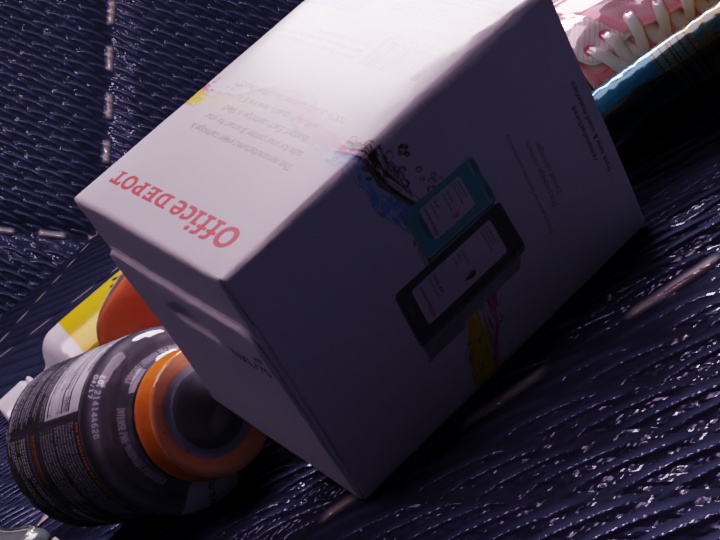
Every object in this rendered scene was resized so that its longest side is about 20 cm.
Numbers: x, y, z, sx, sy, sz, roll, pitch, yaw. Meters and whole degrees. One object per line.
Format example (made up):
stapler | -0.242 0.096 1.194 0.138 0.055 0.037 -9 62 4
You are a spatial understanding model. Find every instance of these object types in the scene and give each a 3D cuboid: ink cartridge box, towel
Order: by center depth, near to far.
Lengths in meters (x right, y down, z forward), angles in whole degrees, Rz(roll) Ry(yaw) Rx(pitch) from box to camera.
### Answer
ink cartridge box | 0.001 -0.028 0.758 0.200 0.146 0.147 -42 36 -17
towel | 0.189 -0.120 0.844 0.200 0.022 0.147 -35 -7 16

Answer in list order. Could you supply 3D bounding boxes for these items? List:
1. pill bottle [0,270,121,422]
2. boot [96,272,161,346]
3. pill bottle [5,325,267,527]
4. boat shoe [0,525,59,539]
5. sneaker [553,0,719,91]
pill bottle | -0.149 0.057 1.103 0.200 0.111 0.111 -42 11 -9
boot | -0.101 0.018 0.961 0.200 0.075 0.107 -30 12 30
pill bottle | -0.125 0.090 0.907 0.106 0.106 0.200 -45 13 -29
boat shoe | -0.270 0.200 1.052 0.200 0.062 0.073 -28 16 45
sneaker | 0.182 -0.145 0.929 0.200 0.075 0.105 -7 53 31
